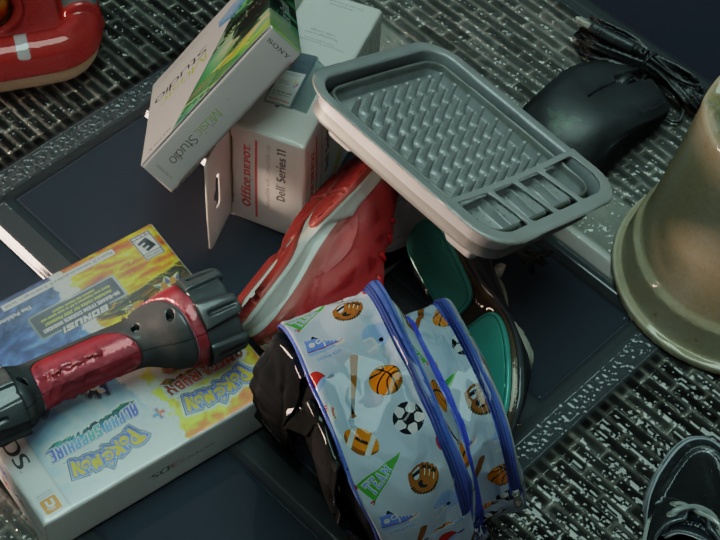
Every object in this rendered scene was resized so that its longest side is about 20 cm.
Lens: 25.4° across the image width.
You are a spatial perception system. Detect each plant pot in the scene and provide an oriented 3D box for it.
[{"bbox_3d":[0.302,-0.052,1.199,0.200,0.184,0.201,2,53,-2],"label":"plant pot"}]

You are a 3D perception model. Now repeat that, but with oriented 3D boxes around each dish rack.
[{"bbox_3d":[0.069,-0.084,1.160,0.200,0.044,0.171,43,38,20],"label":"dish rack"}]

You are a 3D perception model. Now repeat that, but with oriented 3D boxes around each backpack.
[{"bbox_3d":[0.020,0.104,1.047,0.154,0.191,0.200,-31,58,-3],"label":"backpack"}]

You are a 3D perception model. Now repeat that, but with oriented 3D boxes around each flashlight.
[{"bbox_3d":[-0.177,0.065,1.098,0.200,0.068,0.068,-24,62,-22],"label":"flashlight"}]

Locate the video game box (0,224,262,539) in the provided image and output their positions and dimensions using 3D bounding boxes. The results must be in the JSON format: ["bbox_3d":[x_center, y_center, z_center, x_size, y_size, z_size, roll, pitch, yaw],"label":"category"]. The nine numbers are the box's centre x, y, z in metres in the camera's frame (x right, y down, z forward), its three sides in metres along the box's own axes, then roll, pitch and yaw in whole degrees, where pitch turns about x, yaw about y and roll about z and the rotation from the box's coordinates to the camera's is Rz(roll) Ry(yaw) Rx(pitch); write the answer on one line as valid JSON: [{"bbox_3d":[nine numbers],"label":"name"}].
[{"bbox_3d":[-0.186,0.079,1.156,0.200,0.047,0.182,-30,63,-23],"label":"video game box"}]

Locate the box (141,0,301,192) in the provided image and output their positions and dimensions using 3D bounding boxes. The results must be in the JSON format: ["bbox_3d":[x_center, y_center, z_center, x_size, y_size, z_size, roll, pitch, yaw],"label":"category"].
[{"bbox_3d":[-0.108,-0.154,1.236,0.036,0.144,0.200,39,15,-20],"label":"box"}]

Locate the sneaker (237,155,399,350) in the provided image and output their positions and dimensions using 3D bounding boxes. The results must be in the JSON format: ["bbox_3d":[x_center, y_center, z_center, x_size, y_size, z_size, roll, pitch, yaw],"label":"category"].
[{"bbox_3d":[0.000,0.000,1.196,0.116,0.078,0.200,44,73,-14],"label":"sneaker"}]

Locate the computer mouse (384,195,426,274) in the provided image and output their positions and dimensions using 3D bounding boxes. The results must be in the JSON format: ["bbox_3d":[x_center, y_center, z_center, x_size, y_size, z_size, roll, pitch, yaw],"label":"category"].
[{"bbox_3d":[0.035,-0.049,1.267,0.200,0.044,0.110,-33,63,-25],"label":"computer mouse"}]

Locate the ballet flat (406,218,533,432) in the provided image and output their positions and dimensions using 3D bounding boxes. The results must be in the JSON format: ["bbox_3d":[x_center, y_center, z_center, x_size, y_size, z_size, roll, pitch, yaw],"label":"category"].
[{"bbox_3d":[0.093,0.043,1.186,0.073,0.073,0.200,-11,55,-12],"label":"ballet flat"}]

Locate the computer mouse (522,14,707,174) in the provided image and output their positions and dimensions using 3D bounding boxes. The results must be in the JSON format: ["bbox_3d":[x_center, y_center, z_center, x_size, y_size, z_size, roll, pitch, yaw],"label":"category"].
[{"bbox_3d":[0.197,-0.144,1.336,0.138,0.053,0.200,35,54,19],"label":"computer mouse"}]

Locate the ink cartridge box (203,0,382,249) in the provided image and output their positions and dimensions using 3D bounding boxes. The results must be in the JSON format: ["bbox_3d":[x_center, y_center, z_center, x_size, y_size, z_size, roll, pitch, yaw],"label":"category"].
[{"bbox_3d":[-0.051,-0.110,1.261,0.067,0.117,0.200,20,56,11],"label":"ink cartridge box"}]

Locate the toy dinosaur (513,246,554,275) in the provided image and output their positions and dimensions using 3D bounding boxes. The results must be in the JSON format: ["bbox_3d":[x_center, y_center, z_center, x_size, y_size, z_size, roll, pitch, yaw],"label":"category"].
[{"bbox_3d":[0.100,-0.045,1.206,0.200,0.047,0.088,-1,51,-39],"label":"toy dinosaur"}]

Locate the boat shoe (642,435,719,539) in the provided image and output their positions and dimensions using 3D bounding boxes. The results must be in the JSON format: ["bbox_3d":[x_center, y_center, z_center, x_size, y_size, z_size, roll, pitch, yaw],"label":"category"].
[{"bbox_3d":[0.221,0.188,1.084,0.072,0.068,0.200,19,54,10],"label":"boat shoe"}]

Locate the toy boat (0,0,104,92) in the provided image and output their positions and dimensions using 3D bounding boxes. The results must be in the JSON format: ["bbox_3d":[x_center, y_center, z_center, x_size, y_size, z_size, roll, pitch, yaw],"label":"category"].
[{"bbox_3d":[-0.316,-0.226,1.323,0.199,0.131,0.131,-12,54,-13],"label":"toy boat"}]
